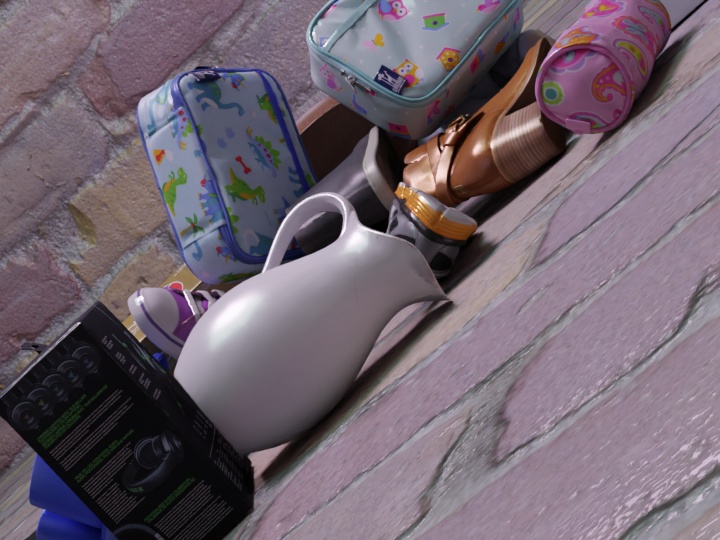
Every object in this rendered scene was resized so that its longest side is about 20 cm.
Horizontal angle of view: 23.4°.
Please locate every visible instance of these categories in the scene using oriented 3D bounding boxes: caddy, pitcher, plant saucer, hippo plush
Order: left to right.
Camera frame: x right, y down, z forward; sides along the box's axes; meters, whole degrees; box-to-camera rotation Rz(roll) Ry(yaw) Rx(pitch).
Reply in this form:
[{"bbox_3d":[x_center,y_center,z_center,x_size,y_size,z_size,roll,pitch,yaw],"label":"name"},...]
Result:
[{"bbox_3d":[-0.217,0.163,1.535,0.142,0.104,0.201,93,-171,-53],"label":"caddy"},{"bbox_3d":[-0.054,0.034,1.350,0.200,0.121,0.172,-41,41,-6],"label":"pitcher"},{"bbox_3d":[-0.019,-0.128,1.817,0.200,0.037,0.201,-28,-28,-17],"label":"plant saucer"},{"bbox_3d":[0.114,-0.145,1.734,0.199,0.160,0.161,-29,-28,-12],"label":"hippo plush"}]

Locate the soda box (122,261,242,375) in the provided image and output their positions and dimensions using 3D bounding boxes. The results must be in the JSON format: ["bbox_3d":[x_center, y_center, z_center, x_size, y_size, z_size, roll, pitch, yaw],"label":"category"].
[{"bbox_3d":[-0.196,0.074,1.679,0.200,0.064,0.068,-46,27,-13],"label":"soda box"}]

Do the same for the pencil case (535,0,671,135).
[{"bbox_3d":[0.207,-0.180,1.461,0.087,0.087,0.200,-40,6,29],"label":"pencil case"}]

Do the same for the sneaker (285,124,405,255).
[{"bbox_3d":[-0.012,-0.076,1.628,0.106,0.075,0.200,-29,6,11],"label":"sneaker"}]

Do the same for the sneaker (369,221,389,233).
[{"bbox_3d":[0.000,0.000,1.644,0.099,0.071,0.200,-40,10,-1],"label":"sneaker"}]

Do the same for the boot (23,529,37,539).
[{"bbox_3d":[-0.270,0.245,1.696,0.162,0.073,0.198,-42,5,45],"label":"boot"}]

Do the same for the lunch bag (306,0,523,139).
[{"bbox_3d":[0.048,-0.229,1.645,0.200,0.160,0.077,-49,-19,-22],"label":"lunch bag"}]

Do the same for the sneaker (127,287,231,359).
[{"bbox_3d":[-0.114,0.033,1.591,0.114,0.073,0.200,-45,-40,21],"label":"sneaker"}]

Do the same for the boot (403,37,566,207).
[{"bbox_3d":[0.119,-0.128,1.594,0.155,0.077,0.201,-26,30,26],"label":"boot"}]

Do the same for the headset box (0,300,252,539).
[{"bbox_3d":[-0.181,0.121,1.324,0.093,0.200,0.174,-42,7,0],"label":"headset box"}]

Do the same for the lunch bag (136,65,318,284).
[{"bbox_3d":[-0.115,-0.093,1.639,0.082,0.201,0.160,-28,-13,37],"label":"lunch bag"}]

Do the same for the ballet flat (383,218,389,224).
[{"bbox_3d":[0.030,-0.033,1.712,0.068,0.068,0.200,-35,12,-25],"label":"ballet flat"}]

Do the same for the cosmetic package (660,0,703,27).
[{"bbox_3d":[0.268,-0.250,1.694,0.151,0.052,0.200,-39,7,11],"label":"cosmetic package"}]

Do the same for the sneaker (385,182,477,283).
[{"bbox_3d":[0.050,-0.025,1.460,0.078,0.078,0.200,-63,-3,3],"label":"sneaker"}]
